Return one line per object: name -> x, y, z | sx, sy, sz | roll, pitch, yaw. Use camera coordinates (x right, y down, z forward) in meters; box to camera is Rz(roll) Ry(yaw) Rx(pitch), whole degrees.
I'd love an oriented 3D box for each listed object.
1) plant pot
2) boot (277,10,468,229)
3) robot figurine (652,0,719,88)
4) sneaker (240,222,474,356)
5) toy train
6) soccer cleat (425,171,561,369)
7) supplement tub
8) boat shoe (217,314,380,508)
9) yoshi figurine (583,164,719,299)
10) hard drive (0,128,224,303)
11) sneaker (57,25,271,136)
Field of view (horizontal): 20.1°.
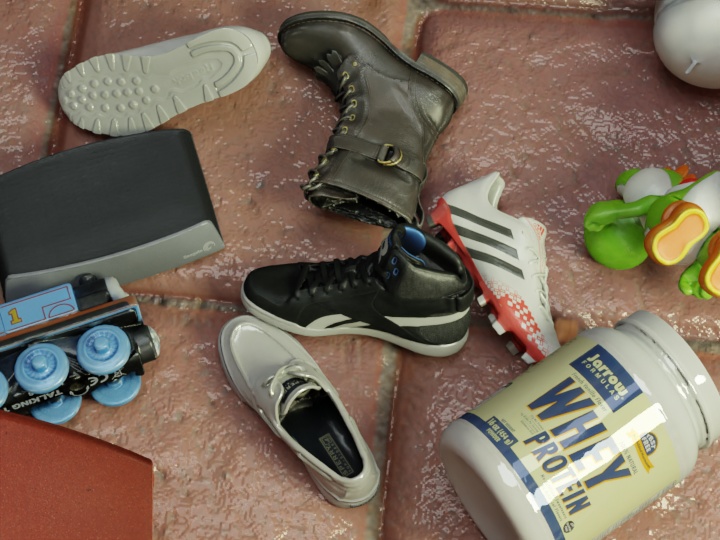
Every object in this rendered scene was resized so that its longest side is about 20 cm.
plant pot -> -0.253, 0.229, 1.590 | 0.175, 0.200, 0.201 | 3, 64, -11
boot -> -0.010, -0.130, 1.793 | 0.199, 0.069, 0.175 | 22, 59, 10
robot figurine -> 0.322, -0.249, 1.825 | 0.169, 0.113, 0.201 | 18, 64, -21
sneaker -> 0.000, 0.000, 1.715 | 0.198, 0.112, 0.073 | 10, 44, 2
toy train -> -0.272, 0.069, 1.715 | 0.199, 0.087, 0.115 | -19, 60, -7
soccer cleat -> 0.134, 0.003, 1.738 | 0.085, 0.069, 0.201 | -34, 63, 3
supplement tub -> 0.179, 0.137, 1.633 | 0.199, 0.145, 0.145 | -34, 68, -13
boat shoe -> -0.054, 0.110, 1.697 | 0.072, 0.066, 0.201 | -30, 67, -11
yoshi figurine -> 0.246, -0.026, 1.707 | 0.111, 0.200, 0.113 | -11, 107, -8
hard drive -> -0.231, -0.051, 1.791 | 0.199, 0.042, 0.136 | -16, 65, -5
sneaker -> -0.176, -0.174, 1.836 | 0.199, 0.081, 0.077 | -10, 106, 14
